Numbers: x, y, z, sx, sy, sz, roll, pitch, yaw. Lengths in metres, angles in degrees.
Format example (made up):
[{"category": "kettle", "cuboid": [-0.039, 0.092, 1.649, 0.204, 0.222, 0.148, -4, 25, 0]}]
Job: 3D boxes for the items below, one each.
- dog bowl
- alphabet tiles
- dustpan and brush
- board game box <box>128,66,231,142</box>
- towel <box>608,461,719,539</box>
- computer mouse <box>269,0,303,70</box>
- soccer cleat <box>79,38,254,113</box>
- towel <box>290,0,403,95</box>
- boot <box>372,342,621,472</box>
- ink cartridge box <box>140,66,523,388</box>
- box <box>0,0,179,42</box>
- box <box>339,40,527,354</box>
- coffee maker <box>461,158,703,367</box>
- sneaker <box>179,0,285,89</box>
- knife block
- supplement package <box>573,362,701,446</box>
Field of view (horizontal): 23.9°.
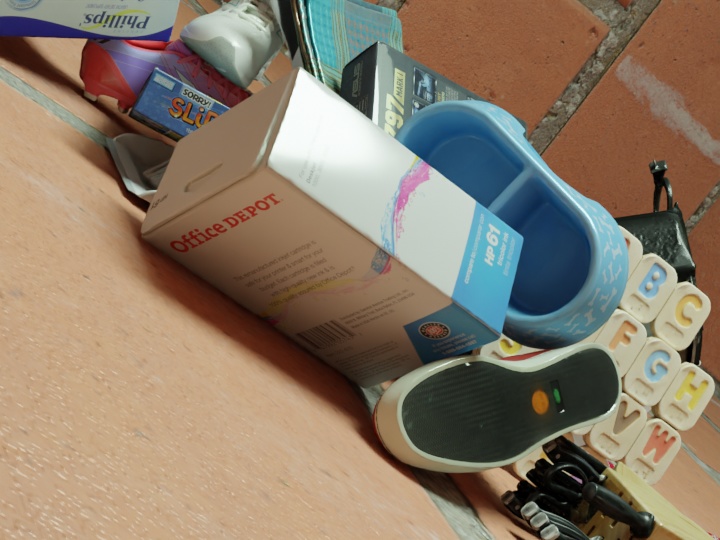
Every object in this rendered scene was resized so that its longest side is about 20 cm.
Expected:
[{"category": "dog bowl", "cuboid": [0.094, -0.037, 1.169, 0.200, 0.112, 0.050, 48, 9, 19]}, {"category": "alphabet tiles", "cuboid": [0.178, 0.077, 1.279, 0.199, 0.197, 0.015, 35, -4, -25]}, {"category": "dustpan and brush", "cuboid": [-0.084, -0.045, 1.247, 0.199, 0.057, 0.140, 36, 8, -25]}, {"category": "board game box", "cuboid": [-0.105, -0.100, 1.267, 0.134, 0.035, 0.200, 28, -1, -10]}, {"category": "towel", "cuboid": [0.288, 0.239, 1.515, 0.199, 0.023, 0.145, 36, 9, -24]}, {"category": "computer mouse", "cuboid": [-0.027, -0.176, 1.382, 0.109, 0.044, 0.202, -3, 73, -58]}, {"category": "soccer cleat", "cuboid": [-0.134, -0.148, 1.405, 0.198, 0.077, 0.067, 20, 14, -15]}, {"category": "towel", "cuboid": [0.006, -0.124, 1.348, 0.146, 0.022, 0.202, 9, 67, -56]}, {"category": "boot", "cuboid": [0.058, 0.095, 1.131, 0.199, 0.073, 0.144, -7, -4, -41]}, {"category": "ink cartridge box", "cuboid": [-0.018, -0.022, 1.084, 0.199, 0.085, 0.144, 34, -35, -26]}, {"category": "box", "cuboid": [-0.256, -0.269, 1.322, 0.182, 0.106, 0.200, -4, 35, -37]}, {"category": "box", "cuboid": [0.053, -0.053, 1.287, 0.157, 0.051, 0.202, 25, 53, -31]}, {"category": "coffee maker", "cuboid": [0.168, 0.015, 1.407, 0.197, 0.136, 0.193, -3, 37, 0]}, {"category": "sneaker", "cuboid": [-0.095, -0.202, 1.405, 0.070, 0.080, 0.200, 40, 11, -5]}, {"category": "knife block", "cuboid": [0.189, 0.193, 1.150, 0.200, 0.064, 0.175, 40, 8, 7]}, {"category": "supplement package", "cuboid": [0.180, 0.029, 1.596, 0.200, 0.147, 0.192, 47, -4, 47]}]
